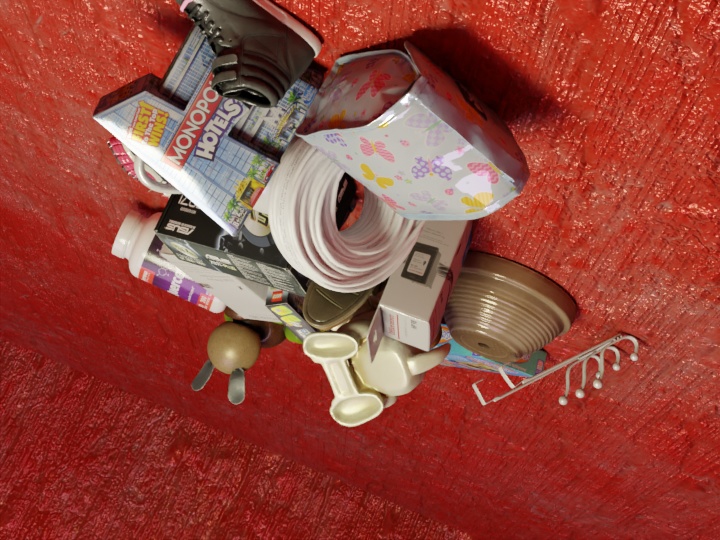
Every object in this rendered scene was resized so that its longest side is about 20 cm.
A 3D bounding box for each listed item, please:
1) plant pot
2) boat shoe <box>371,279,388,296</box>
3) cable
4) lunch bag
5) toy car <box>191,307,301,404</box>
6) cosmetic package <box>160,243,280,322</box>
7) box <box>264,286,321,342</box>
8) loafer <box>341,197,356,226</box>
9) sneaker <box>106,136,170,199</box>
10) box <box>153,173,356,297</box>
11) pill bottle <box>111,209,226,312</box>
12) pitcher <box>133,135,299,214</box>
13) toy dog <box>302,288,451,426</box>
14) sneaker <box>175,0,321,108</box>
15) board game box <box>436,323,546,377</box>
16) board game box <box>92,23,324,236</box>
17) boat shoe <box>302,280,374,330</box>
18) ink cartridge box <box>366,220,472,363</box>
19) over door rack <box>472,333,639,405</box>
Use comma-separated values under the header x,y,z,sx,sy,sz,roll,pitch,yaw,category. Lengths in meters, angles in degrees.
x,y,z,sx,sy,sz,roll,pitch,yaw,category
0.182,0.062,1.787,0.200,0.093,0.201,22,163,7,plant pot
0.026,0.027,1.904,0.068,0.075,0.200,2,153,36,boat shoe
-0.010,-0.078,1.466,0.200,0.200,0.069,32,173,-41,cable
0.063,-0.138,1.331,0.169,0.127,0.200,36,167,-26,lunch bag
-0.204,0.131,2.271,0.164,0.200,0.158,13,159,31,toy car
-0.175,-0.002,1.857,0.101,0.074,0.200,3,152,40,cosmetic package
-0.062,0.046,1.821,0.035,0.110,0.200,-7,148,25,box
-0.094,-0.081,1.770,0.200,0.063,0.072,5,154,45,loafer
-0.252,-0.142,1.789,0.081,0.075,0.200,59,-167,29,sneaker
-0.131,-0.077,1.669,0.199,0.164,0.086,16,161,23,box
-0.287,-0.019,2.096,0.199,0.113,0.112,24,162,-2,pill bottle
-0.147,-0.130,1.539,0.200,0.172,0.121,36,-169,-29,pitcher
0.039,0.083,1.768,0.194,0.200,0.140,-23,105,30,toy dog
-0.143,-0.238,1.339,0.200,0.099,0.071,31,162,-16,sneaker
0.156,0.117,1.995,0.200,0.045,0.152,6,168,44,board game box
-0.174,-0.170,1.428,0.199,0.200,0.062,27,-157,-14,board game box
0.000,0.000,1.661,0.072,0.200,0.068,32,161,15,boat shoe
0.075,0.021,1.629,0.067,0.200,0.116,19,161,10,ink cartridge box
0.269,0.149,1.817,0.199,0.067,0.148,-13,167,-15,over door rack
